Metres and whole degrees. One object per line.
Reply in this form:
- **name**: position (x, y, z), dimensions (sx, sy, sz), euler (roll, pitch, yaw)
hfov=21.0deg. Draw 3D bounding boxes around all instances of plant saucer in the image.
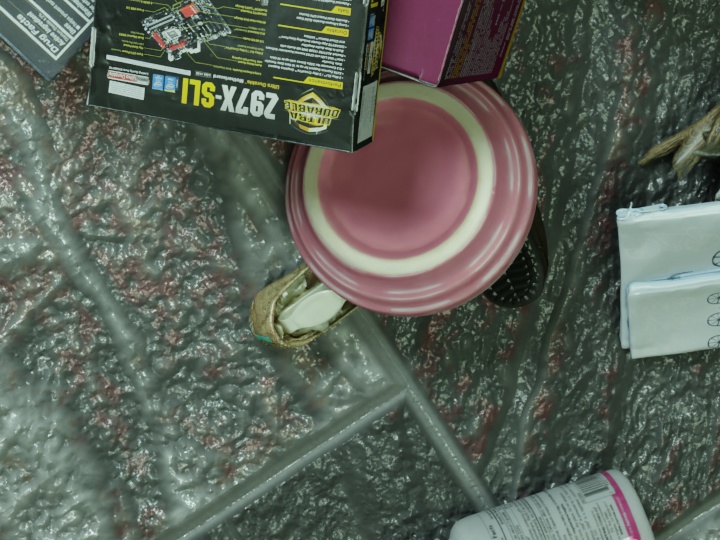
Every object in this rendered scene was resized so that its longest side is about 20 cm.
- **plant saucer**: position (0.034, -0.066, 1.492), dimensions (0.200, 0.051, 0.201), euler (-2, 81, 15)

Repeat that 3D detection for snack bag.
- **snack bag**: position (0.303, 0.003, 1.567), dimensions (0.188, 0.021, 0.200), euler (-6, 144, 5)

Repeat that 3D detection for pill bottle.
- **pill bottle**: position (0.142, 0.250, 1.634), dimensions (0.200, 0.113, 0.114), euler (-17, 109, -6)

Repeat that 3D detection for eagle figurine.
- **eagle figurine**: position (0.356, -0.071, 1.580), dimensions (0.200, 0.152, 0.151), euler (40, 75, -15)

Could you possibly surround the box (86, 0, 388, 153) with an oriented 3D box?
- **box**: position (-0.083, -0.176, 1.319), dimensions (0.200, 0.049, 0.160), euler (10, 109, 15)

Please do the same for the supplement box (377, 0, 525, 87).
- **supplement box**: position (0.037, -0.202, 1.412), dimensions (0.131, 0.200, 0.103), euler (21, 103, 13)

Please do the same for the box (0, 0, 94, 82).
- **box**: position (-0.231, -0.281, 1.387), dimensions (0.198, 0.123, 0.200), euler (-46, 111, 3)

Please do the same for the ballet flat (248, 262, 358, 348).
- **ballet flat**: position (0.000, 0.000, 1.553), dimensions (0.200, 0.065, 0.071), euler (-40, 109, 1)

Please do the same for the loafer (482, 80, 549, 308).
- **loafer**: position (0.102, -0.070, 1.560), dimensions (0.073, 0.071, 0.200), euler (-12, 98, 21)
